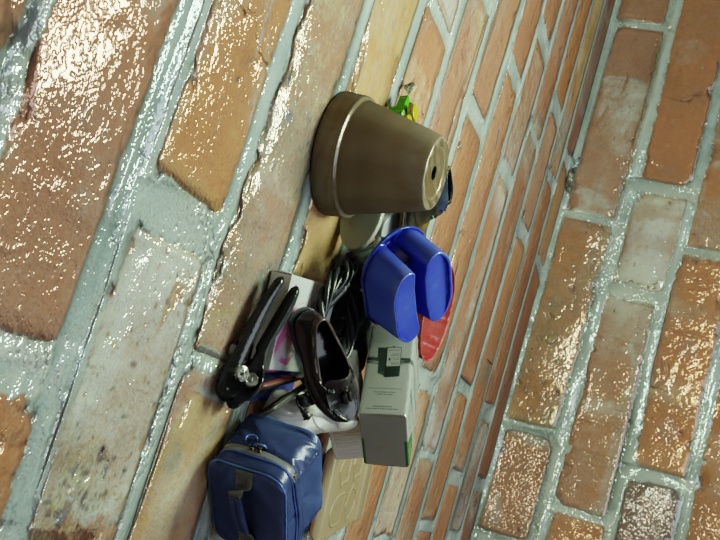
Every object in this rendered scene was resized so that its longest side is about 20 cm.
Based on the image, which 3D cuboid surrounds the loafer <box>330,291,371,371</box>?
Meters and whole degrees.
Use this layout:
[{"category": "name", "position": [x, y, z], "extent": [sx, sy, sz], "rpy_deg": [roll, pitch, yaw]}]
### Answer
[{"category": "loafer", "position": [-0.012, 0.089, 1.730], "extent": [0.072, 0.072, 0.201], "rpy_deg": [-68, 169, -50]}]

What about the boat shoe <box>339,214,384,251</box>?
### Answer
[{"category": "boat shoe", "position": [0.022, -0.118, 1.669], "extent": [0.064, 0.070, 0.201], "rpy_deg": [53, 51, -61]}]

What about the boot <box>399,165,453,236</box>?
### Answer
[{"category": "boot", "position": [0.118, -0.097, 1.702], "extent": [0.075, 0.096, 0.201], "rpy_deg": [-59, 144, -53]}]

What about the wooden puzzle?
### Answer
[{"category": "wooden puzzle", "position": [-0.039, 0.413, 1.892], "extent": [0.200, 0.046, 0.186], "rpy_deg": [3, 100, -65]}]

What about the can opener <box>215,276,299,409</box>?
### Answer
[{"category": "can opener", "position": [-0.147, 0.098, 1.379], "extent": [0.063, 0.079, 0.201], "rpy_deg": [30, 74, -23]}]

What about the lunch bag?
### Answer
[{"category": "lunch bag", "position": [-0.139, 0.316, 1.417], "extent": [0.132, 0.135, 0.201], "rpy_deg": [-53, 149, -49]}]

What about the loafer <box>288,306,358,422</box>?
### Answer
[{"category": "loafer", "position": [-0.047, 0.148, 1.458], "extent": [0.072, 0.063, 0.201], "rpy_deg": [-35, 115, -29]}]

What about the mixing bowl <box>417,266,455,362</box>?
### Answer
[{"category": "mixing bowl", "position": [0.109, 0.075, 1.973], "extent": [0.200, 0.108, 0.201], "rpy_deg": [13, 90, -71]}]

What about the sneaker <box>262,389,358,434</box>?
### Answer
[{"category": "sneaker", "position": [-0.091, 0.240, 1.561], "extent": [0.199, 0.075, 0.089], "rpy_deg": [15, 117, -46]}]

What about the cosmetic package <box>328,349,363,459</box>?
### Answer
[{"category": "cosmetic package", "position": [-0.026, 0.241, 1.728], "extent": [0.201, 0.074, 0.102], "rpy_deg": [78, 6, -47]}]

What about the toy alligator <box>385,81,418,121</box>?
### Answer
[{"category": "toy alligator", "position": [0.073, -0.267, 1.717], "extent": [0.200, 0.059, 0.054], "rpy_deg": [-64, 147, -52]}]

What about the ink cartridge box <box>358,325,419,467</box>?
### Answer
[{"category": "ink cartridge box", "position": [0.052, 0.213, 1.687], "extent": [0.201, 0.083, 0.147], "rpy_deg": [-79, 168, -45]}]

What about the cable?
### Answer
[{"category": "cable", "position": [-0.031, 0.067, 1.561], "extent": [0.200, 0.051, 0.164], "rpy_deg": [-42, 143, -61]}]

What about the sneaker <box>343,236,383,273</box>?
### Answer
[{"category": "sneaker", "position": [0.000, 0.000, 1.729], "extent": [0.200, 0.087, 0.075], "rpy_deg": [99, -27, -67]}]

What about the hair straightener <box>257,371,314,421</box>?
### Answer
[{"category": "hair straightener", "position": [-0.099, 0.195, 1.482], "extent": [0.077, 0.041, 0.200], "rpy_deg": [65, 20, 8]}]

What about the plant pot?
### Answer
[{"category": "plant pot", "position": [0.039, -0.167, 1.539], "extent": [0.200, 0.173, 0.201], "rpy_deg": [15, 90, -70]}]

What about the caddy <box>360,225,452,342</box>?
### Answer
[{"category": "caddy", "position": [0.071, 0.020, 1.616], "extent": [0.141, 0.105, 0.201], "rpy_deg": [-35, 142, -24]}]

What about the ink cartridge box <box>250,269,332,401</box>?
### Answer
[{"category": "ink cartridge box", "position": [-0.107, 0.110, 1.514], "extent": [0.196, 0.043, 0.201], "rpy_deg": [20, 82, -70]}]

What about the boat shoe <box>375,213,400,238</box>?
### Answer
[{"category": "boat shoe", "position": [0.055, -0.099, 1.778], "extent": [0.200, 0.066, 0.070], "rpy_deg": [-36, 141, -59]}]
